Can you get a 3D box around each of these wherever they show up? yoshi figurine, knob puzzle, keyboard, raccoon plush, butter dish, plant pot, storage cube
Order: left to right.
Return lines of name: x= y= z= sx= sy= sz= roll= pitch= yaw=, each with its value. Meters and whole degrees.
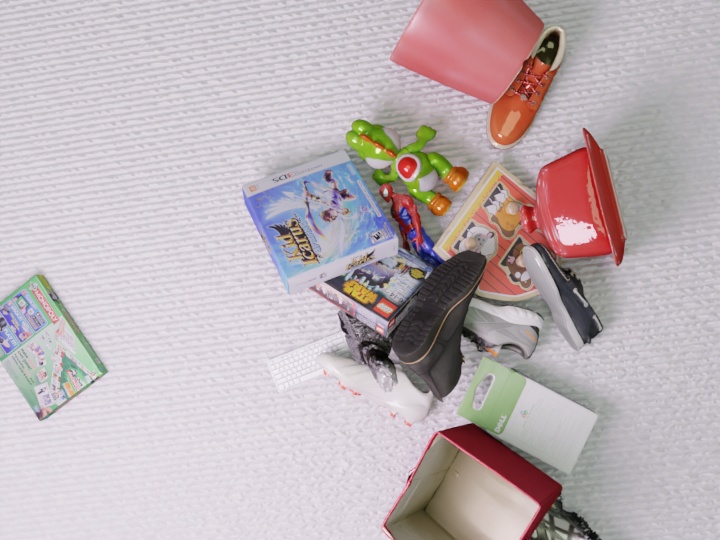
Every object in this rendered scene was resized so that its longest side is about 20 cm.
keyboard: x=-0.052 y=0.138 z=1.294 sx=0.198 sy=0.011 sz=0.057 roll=-22 pitch=87 yaw=4
raccoon plush: x=0.054 y=0.098 z=1.215 sx=0.133 sy=0.097 sz=0.201 roll=-20 pitch=51 yaw=-14
yoshi figurine: x=0.068 y=-0.175 z=1.260 sx=0.199 sy=0.112 sz=0.113 roll=32 pitch=61 yaw=-6
plant pot: x=0.168 y=-0.361 z=1.207 sx=0.176 sy=0.200 sz=0.202 roll=32 pitch=91 yaw=-5
storage cube: x=0.168 y=0.347 z=1.158 sx=0.199 sy=0.179 sz=0.172 roll=32 pitch=98 yaw=23
knob puzzle: x=0.238 y=-0.041 z=1.240 sx=0.217 sy=0.030 sz=0.223 roll=1 pitch=85 yaw=-14
butter dish: x=0.312 y=-0.093 z=1.192 sx=0.146 sy=0.200 sz=0.202 roll=-15 pitch=87 yaw=19

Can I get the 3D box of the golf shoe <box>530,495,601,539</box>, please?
golf shoe: x=0.307 y=0.411 z=1.232 sx=0.094 sy=0.078 sz=0.200 roll=-44 pitch=75 yaw=6

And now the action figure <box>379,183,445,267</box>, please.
action figure: x=0.090 y=-0.051 z=1.252 sx=0.051 sy=0.065 sz=0.201 roll=-32 pitch=92 yaw=-20

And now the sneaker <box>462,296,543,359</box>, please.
sneaker: x=0.184 y=0.087 z=1.238 sx=0.197 sy=0.074 sz=0.080 roll=11 pitch=75 yaw=4

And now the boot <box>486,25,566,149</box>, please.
boot: x=0.257 y=-0.285 z=1.233 sx=0.074 sy=0.107 sz=0.202 roll=27 pitch=92 yaw=3

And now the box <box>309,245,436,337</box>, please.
box: x=0.000 y=0.000 z=1.216 sx=0.199 sy=0.040 sz=0.137 roll=30 pitch=53 yaw=21

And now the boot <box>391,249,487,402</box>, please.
boot: x=0.137 y=0.083 z=1.189 sx=0.200 sy=0.077 sz=0.139 roll=-49 pitch=130 yaw=-15

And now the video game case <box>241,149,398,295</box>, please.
video game case: x=-0.065 y=-0.079 z=1.214 sx=0.179 sy=0.046 sz=0.201 roll=-22 pitch=57 yaw=-13

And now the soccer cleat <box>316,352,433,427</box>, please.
soccer cleat: x=0.024 y=0.172 z=1.263 sx=0.198 sy=0.069 sz=0.078 roll=30 pitch=86 yaw=-3

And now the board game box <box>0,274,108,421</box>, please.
board game box: x=-0.532 y=0.128 z=1.324 sx=0.134 sy=0.029 sz=0.201 roll=-35 pitch=86 yaw=2

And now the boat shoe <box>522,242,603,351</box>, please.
boat shoe: x=0.311 y=0.030 z=1.217 sx=0.060 sy=0.076 sz=0.201 roll=-34 pitch=119 yaw=-4

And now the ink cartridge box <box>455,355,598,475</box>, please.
ink cartridge box: x=0.257 y=0.222 z=1.243 sx=0.198 sy=0.059 sz=0.105 roll=27 pitch=91 yaw=5
